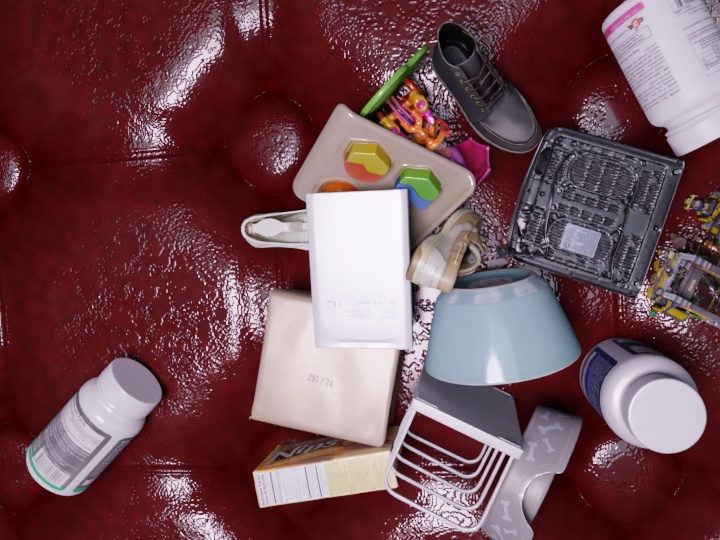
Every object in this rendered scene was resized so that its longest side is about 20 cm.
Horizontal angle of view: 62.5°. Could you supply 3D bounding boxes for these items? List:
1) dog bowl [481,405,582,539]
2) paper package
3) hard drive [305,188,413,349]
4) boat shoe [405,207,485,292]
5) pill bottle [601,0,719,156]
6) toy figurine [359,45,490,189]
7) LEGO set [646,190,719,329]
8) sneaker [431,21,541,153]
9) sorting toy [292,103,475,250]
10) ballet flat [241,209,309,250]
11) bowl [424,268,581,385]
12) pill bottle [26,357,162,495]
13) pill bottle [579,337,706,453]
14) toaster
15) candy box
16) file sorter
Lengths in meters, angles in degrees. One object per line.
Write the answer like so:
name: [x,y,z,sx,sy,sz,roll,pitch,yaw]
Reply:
dog bowl: [0.220,0.269,0.774,0.058,0.200,0.202,26,96,21]
paper package: [-0.041,0.132,0.854,0.197,0.103,0.194,10,94,10]
hard drive: [0.000,0.000,0.764,0.130,0.025,0.203,-1,99,12]
boat shoe: [0.126,-0.023,0.776,0.066,0.200,0.075,30,126,16]
pill bottle: [0.404,-0.257,0.755,0.112,0.113,0.202,-27,88,10]
toy figurine: [0.097,-0.176,0.788,0.184,0.200,0.150,44,106,-7]
LEGO set: [0.419,-0.024,0.743,0.115,0.154,0.202,24,104,-9]
sneaker: [0.167,-0.240,0.799,0.075,0.106,0.200,-45,85,8]
sorting toy: [0.023,-0.107,0.779,0.198,0.185,0.037,26,56,-13]
ballet flat: [-0.084,-0.062,0.872,0.197,0.069,0.071,-3,92,10]
bowl: [0.172,0.061,0.758,0.198,0.201,0.107,-10,99,10]
pill bottle: [-0.407,0.238,0.916,0.113,0.113,0.200,45,98,5]
pill bottle: [0.348,0.153,0.738,0.109,0.200,0.113,0,93,10]
toaster: [0.288,-0.077,0.780,0.197,0.119,0.183,18,95,8]
candy box: [-0.041,0.279,0.854,0.197,0.115,0.056,-13,90,10]
file sorter: [0.119,0.220,0.785,0.137,0.200,0.126,24,100,8]
